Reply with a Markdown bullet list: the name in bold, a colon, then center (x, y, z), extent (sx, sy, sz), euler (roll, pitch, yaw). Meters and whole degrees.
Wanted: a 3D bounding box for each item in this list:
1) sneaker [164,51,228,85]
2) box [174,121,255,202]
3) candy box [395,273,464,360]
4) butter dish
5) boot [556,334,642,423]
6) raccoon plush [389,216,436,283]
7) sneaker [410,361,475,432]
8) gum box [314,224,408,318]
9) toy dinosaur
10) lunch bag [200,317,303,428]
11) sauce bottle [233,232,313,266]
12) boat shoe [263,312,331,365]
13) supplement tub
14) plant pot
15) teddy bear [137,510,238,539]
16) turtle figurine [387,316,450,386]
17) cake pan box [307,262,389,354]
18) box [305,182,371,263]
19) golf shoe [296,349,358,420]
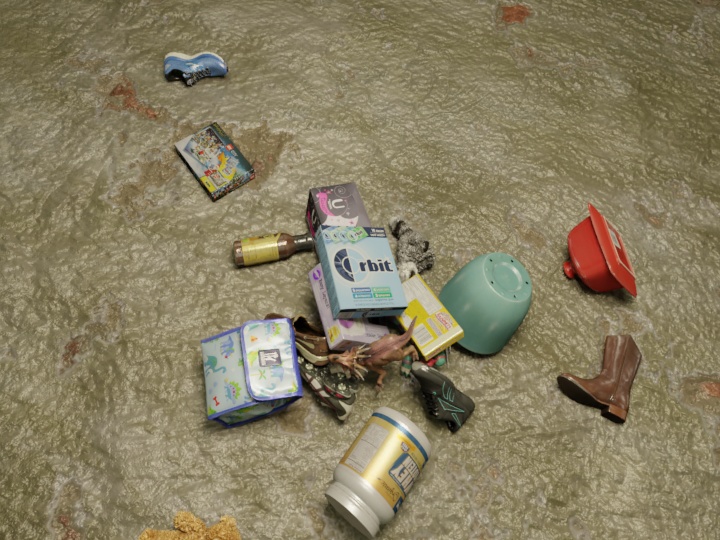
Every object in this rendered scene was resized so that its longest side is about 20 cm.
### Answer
- **sneaker**: center (-0.483, -0.583, 1.576), extent (0.191, 0.079, 0.093), euler (-1, 67, 4)
- **box**: center (-0.391, -0.295, 1.440), extent (0.135, 0.038, 0.201), euler (-33, 69, -21)
- **candy box**: center (0.135, 0.098, 1.186), extent (0.100, 0.027, 0.202), euler (-28, 45, -7)
- **butter dish**: center (0.578, -0.028, 1.338), extent (0.197, 0.145, 0.207), euler (25, 50, -42)
- **boot**: center (0.556, 0.217, 1.238), extent (0.183, 0.064, 0.204), euler (32, 65, -3)
- **raccoon plush**: center (0.098, -0.032, 1.341), extent (0.133, 0.098, 0.200), euler (-38, 40, -8)
- **sneaker**: center (0.168, 0.267, 1.127), extent (0.199, 0.075, 0.080), euler (43, 76, -26)
- **gum box**: center (0.000, 0.000, 1.159), extent (0.164, 0.045, 0.206), euler (0, 60, -29)
- **toy dinosaur**: center (0.041, 0.166, 1.091), extent (0.197, 0.135, 0.087), euler (-37, 59, 10)
- **lunch bag**: center (-0.221, 0.207, 1.109), extent (0.193, 0.128, 0.176), euler (-17, 63, 5)
- **sauce bottle**: center (-0.212, -0.057, 1.314), extent (0.192, 0.065, 0.067), euler (-10, 62, -13)
- **boat shoe**: center (-0.136, 0.128, 1.180), extent (0.198, 0.078, 0.074), euler (24, 26, 30)
- **supplement tub**: center (0.034, 0.390, 1.045), extent (0.143, 0.146, 0.201), euler (34, 63, 14)
- **plant pot**: center (0.296, 0.059, 1.218), extent (0.193, 0.163, 0.207), euler (11, 53, -15)
- **teddy bear**: center (-0.319, 0.520, 0.984), extent (0.191, 0.067, 0.150), euler (10, 63, 0)
- **turtle figurine**: center (0.146, 0.159, 1.215), extent (0.145, 0.102, 0.203), euler (-20, 58, -18)
- **cake pan box**: center (-0.019, 0.091, 1.198), extent (0.052, 0.197, 0.190), euler (-32, 60, 28)
- **box**: center (-0.049, -0.096, 1.313), extent (0.127, 0.116, 0.206), euler (-10, 62, -19)
- **golf shoe**: center (-0.089, 0.240, 1.154), extent (0.075, 0.091, 0.197), euler (-13, 33, -41)
